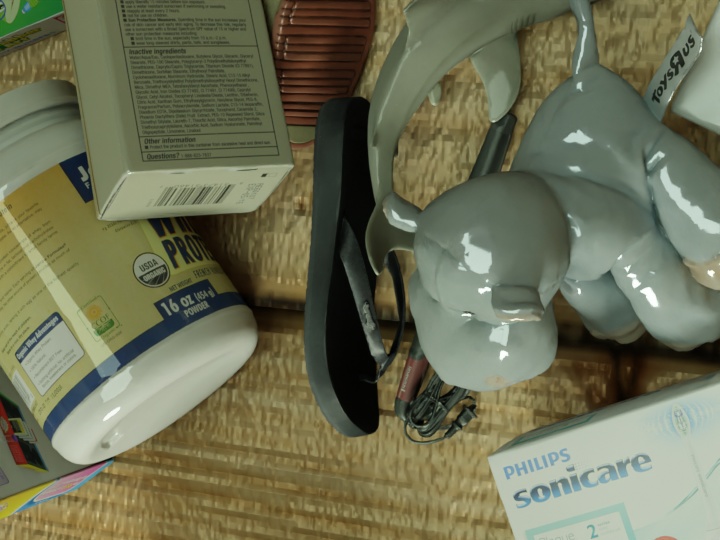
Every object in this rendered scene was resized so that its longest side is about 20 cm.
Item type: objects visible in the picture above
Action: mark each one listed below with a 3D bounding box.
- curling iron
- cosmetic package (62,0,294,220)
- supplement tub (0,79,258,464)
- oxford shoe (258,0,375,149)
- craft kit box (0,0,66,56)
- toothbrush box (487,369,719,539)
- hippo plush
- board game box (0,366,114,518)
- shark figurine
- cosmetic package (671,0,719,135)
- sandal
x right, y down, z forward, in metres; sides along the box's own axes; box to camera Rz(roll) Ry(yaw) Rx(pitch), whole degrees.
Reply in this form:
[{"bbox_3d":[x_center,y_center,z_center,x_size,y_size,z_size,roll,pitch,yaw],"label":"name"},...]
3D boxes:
[{"bbox_3d":[0.061,0.005,0.906,0.049,0.026,0.202,12,95,0],"label":"curling iron"},{"bbox_3d":[-0.112,-0.137,0.891,0.073,0.103,0.202,138,125,-59],"label":"cosmetic package"},{"bbox_3d":[-0.170,0.000,0.937,0.144,0.144,0.201,-39,80,21],"label":"supplement tub"},{"bbox_3d":[-0.036,-0.175,0.919,0.074,0.070,0.202,19,103,46],"label":"oxford shoe"},{"bbox_3d":[-0.257,-0.242,1.010,0.196,0.048,0.202,-18,87,26],"label":"craft kit box"},{"bbox_3d":[0.176,0.167,0.837,0.145,0.085,0.202,-19,86,23],"label":"toothbrush box"},{"bbox_3d":[0.108,-0.011,0.774,0.159,0.161,0.201,32,139,25],"label":"hippo plush"},{"bbox_3d":[-0.255,0.083,0.951,0.040,0.200,0.154,-36,80,22],"label":"board game box"},{"bbox_3d":[0.037,-0.113,0.859,0.128,0.089,0.215,36,95,20],"label":"shark figurine"},{"bbox_3d":[0.249,-0.153,0.786,0.101,0.074,0.201,29,107,19],"label":"cosmetic package"},{"bbox_3d":[0.000,0.000,0.902,0.042,0.076,0.202,1,95,23],"label":"sandal"}]
